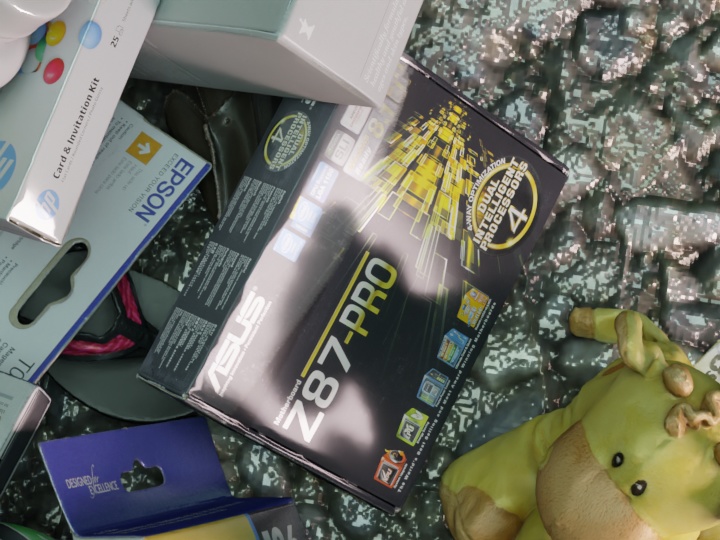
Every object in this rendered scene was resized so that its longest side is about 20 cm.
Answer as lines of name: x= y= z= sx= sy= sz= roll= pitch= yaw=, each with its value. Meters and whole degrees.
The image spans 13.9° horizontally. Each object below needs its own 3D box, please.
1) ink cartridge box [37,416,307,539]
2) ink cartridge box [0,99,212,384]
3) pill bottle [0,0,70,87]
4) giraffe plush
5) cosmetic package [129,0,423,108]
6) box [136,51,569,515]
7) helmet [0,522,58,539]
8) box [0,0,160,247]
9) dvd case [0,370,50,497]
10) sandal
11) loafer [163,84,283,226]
ink cartridge box: x=-0.066 y=0.165 z=1.410 sx=0.047 sy=0.198 sz=0.200 roll=-18 pitch=85 yaw=19
ink cartridge box: x=-0.208 y=-0.027 z=1.475 sx=0.200 sy=0.043 sz=0.196 roll=35 pitch=74 yaw=13
pill bottle: x=-0.228 y=-0.110 z=1.351 sx=0.200 sy=0.109 sz=0.109 roll=-25 pitch=84 yaw=31
giraffe plush: x=0.139 y=0.101 z=1.433 sx=0.172 sy=0.162 sz=0.200 roll=30 pitch=86 yaw=3
cosmetic package: x=-0.064 y=-0.147 z=1.418 sx=0.200 sy=0.090 sz=0.107 roll=14 pitch=77 yaw=41
box: x=0.000 y=0.000 z=1.456 sx=0.161 sy=0.049 sz=0.200 roll=32 pitch=83 yaw=-39
helmet: x=-0.178 y=0.215 z=1.419 sx=0.191 sy=0.200 sz=0.200 roll=44 pitch=86 yaw=-13
box: x=-0.164 y=-0.122 z=1.406 sx=0.156 sy=0.041 sz=0.200 roll=16 pitch=82 yaw=44
dvd case: x=-0.251 y=0.121 z=1.367 sx=0.150 sy=0.025 sz=0.200 roll=18 pitch=70 yaw=26
sandal: x=-0.154 y=0.010 z=1.498 sx=0.200 sy=0.045 sz=0.075 roll=35 pitch=79 yaw=2
loafer: x=-0.061 y=-0.069 z=1.504 sx=0.071 sy=0.073 sz=0.200 roll=-7 pitch=76 yaw=21
